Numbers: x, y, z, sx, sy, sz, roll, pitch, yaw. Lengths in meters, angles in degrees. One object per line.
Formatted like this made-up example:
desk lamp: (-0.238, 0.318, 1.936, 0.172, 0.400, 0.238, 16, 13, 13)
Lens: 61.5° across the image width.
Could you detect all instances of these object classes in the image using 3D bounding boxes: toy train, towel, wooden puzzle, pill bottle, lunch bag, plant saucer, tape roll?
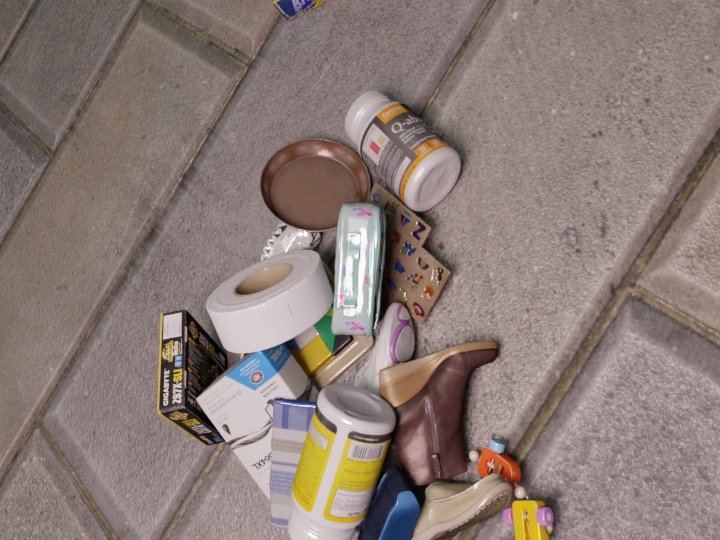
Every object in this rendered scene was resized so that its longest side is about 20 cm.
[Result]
toy train: (0.198, 0.346, 0.825, 0.149, 0.054, 0.207, 17, 95, 56)
towel: (-0.065, 0.293, 0.902, 0.141, 0.024, 0.208, 3, 100, 6)
wooden puzzle: (-0.093, 0.111, 1.042, 0.199, 0.037, 0.187, -42, 62, 11)
pill bottle: (0.065, -0.202, 1.000, 0.117, 0.116, 0.201, -46, 62, 8)
lunch bag: (0.000, 0.000, 0.923, 0.074, 0.160, 0.208, 3, 95, 2)
plant saucer: (-0.079, -0.144, 1.062, 0.192, 0.035, 0.206, 1, 59, -2)
tape roll: (-0.142, 0.045, 0.961, 0.196, 0.203, 0.073, -11, 113, 24)
pill bottle: (-0.030, 0.272, 0.825, 0.112, 0.113, 0.207, 24, 103, 30)

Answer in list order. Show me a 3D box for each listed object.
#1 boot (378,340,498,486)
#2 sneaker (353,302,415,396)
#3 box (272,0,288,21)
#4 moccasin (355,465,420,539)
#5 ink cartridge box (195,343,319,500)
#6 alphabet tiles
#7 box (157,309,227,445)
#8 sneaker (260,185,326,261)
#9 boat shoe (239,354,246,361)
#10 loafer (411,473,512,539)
boot: (0.128, 0.202, 0.875, 0.193, 0.072, 0.172, -16, 80, -7)
sneaker: (0.029, 0.150, 0.944, 0.097, 0.074, 0.208, 1, 76, 40)
box: (-0.083, -0.583, 1.209, 0.194, 0.064, 0.073, -17, 69, 23)
moccasin: (0.039, 0.353, 0.860, 0.069, 0.078, 0.204, -113, 36, -45)
ink cartridge box: (-0.138, 0.230, 0.955, 0.144, 0.084, 0.202, -36, 94, 14)
alphabet tiles: (0.055, -0.016, 0.984, 0.199, 0.007, 0.171, 42, 118, 29)
box: (-0.273, 0.184, 1.009, 0.048, 0.202, 0.164, -12, 60, 3)
sneaker: (-0.119, -0.047, 1.082, 0.079, 0.075, 0.206, 21, 87, 20)
boat shoe: (-0.192, 0.207, 1.035, 0.070, 0.062, 0.206, 27, 105, 33)
loafer: (0.124, 0.319, 0.826, 0.200, 0.074, 0.070, -47, 50, 36)
